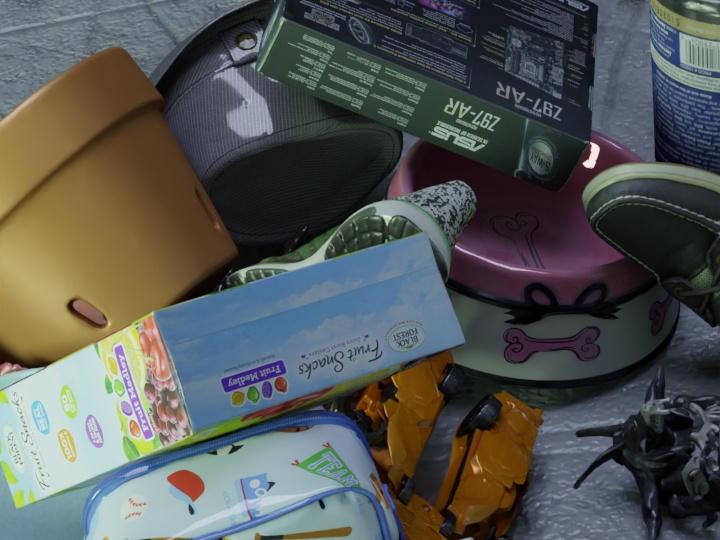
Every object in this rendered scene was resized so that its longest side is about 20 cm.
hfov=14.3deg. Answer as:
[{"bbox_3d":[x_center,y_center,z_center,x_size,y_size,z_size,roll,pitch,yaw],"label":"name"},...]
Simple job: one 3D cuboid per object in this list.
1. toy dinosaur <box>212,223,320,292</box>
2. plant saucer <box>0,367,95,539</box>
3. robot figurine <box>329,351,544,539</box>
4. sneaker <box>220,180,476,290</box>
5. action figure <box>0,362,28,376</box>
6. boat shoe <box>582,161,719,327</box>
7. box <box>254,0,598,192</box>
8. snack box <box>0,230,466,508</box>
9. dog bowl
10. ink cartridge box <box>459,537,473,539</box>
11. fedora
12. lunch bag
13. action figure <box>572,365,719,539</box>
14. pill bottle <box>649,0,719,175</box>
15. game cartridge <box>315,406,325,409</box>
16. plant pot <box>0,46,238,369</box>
[{"bbox_3d":[-0.050,0.024,1.751,0.200,0.048,0.088,-15,42,-7],"label":"toy dinosaur"},{"bbox_3d":[-0.177,0.148,1.557,0.201,0.039,0.201,-8,58,13],"label":"plant saucer"},{"bbox_3d":[0.034,0.114,1.555,0.145,0.058,0.200,39,35,-8],"label":"robot figurine"},{"bbox_3d":[0.000,0.000,1.655,0.200,0.077,0.089,-22,13,48],"label":"sneaker"},{"bbox_3d":[-0.282,0.061,1.654,0.200,0.149,0.134,-9,26,21],"label":"action figure"},{"bbox_3d":[0.216,0.001,1.649,0.201,0.072,0.066,24,48,-25],"label":"boat shoe"},{"bbox_3d":[0.044,-0.142,1.738,0.200,0.044,0.160,21,36,-10],"label":"box"},{"bbox_3d":[-0.072,0.052,1.447,0.168,0.068,0.200,-17,-4,-34],"label":"snack box"},{"bbox_3d":[0.100,-0.019,1.728,0.200,0.074,0.200,6,37,-4],"label":"dog bowl"},{"bbox_3d":[0.050,0.244,1.328,0.084,0.145,0.200,-14,35,-10],"label":"ink cartridge box"},{"bbox_3d":[-0.045,-0.083,1.797,0.200,0.177,0.090,-16,47,-21],"label":"fedora"},{"bbox_3d":[-0.044,0.165,1.414,0.160,0.200,0.076,-19,43,-5],"label":"lunch bag"},{"bbox_3d":[0.215,0.085,1.571,0.200,0.102,0.119,0,47,7],"label":"action figure"},{"bbox_3d":[0.233,-0.104,1.751,0.112,0.200,0.112,-4,35,3],"label":"pill bottle"},{"bbox_3d":[-0.066,0.126,1.613,0.133,0.041,0.200,-12,35,-15],"label":"game cartridge"},{"bbox_3d":[-0.168,-0.013,1.693,0.140,0.200,0.200,48,51,3],"label":"plant pot"}]
